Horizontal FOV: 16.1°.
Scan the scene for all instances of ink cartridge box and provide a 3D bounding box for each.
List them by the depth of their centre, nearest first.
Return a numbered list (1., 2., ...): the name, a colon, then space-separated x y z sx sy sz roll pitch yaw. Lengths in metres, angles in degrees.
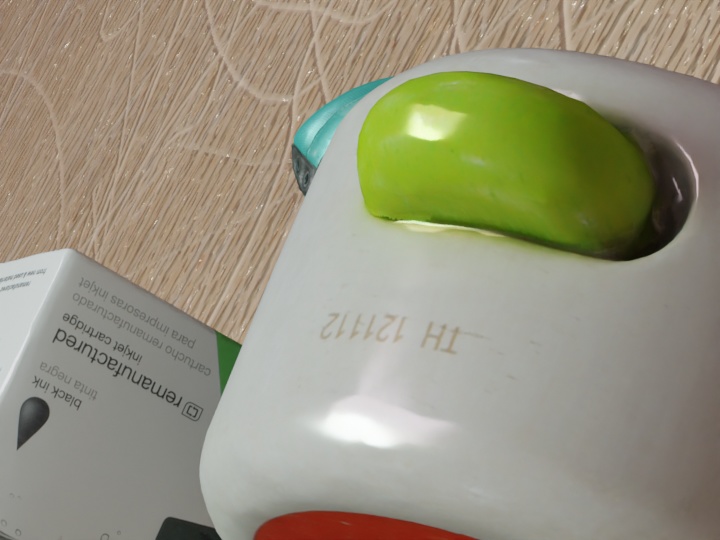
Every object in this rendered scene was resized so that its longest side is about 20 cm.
1. ink cartridge box: -0.109 0.114 0.984 0.084 0.146 0.200 -10 53 61

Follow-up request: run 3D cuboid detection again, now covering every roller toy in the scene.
1. roller toy: 0.060 0.045 0.660 0.182 0.200 0.140 -35 29 64

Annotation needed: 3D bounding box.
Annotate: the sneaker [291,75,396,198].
1. sneaker: 0.000 0.000 0.973 0.200 0.084 0.121 -52 27 -2
